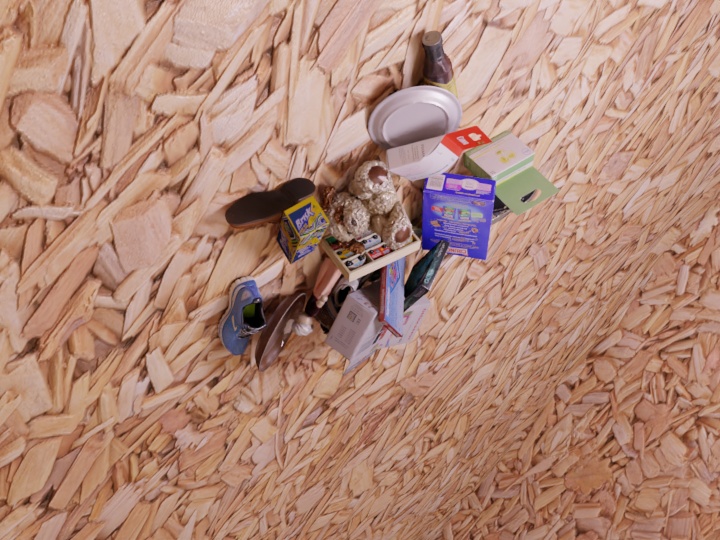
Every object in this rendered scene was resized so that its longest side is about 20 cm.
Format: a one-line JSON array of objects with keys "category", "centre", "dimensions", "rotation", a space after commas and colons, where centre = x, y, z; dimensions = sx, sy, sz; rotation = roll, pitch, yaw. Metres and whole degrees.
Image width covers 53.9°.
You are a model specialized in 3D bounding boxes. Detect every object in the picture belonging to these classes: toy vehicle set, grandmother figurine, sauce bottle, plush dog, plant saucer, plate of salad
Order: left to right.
[{"category": "plant saucer", "centre": [-0.187, 0.135, 1.612], "dimensions": [0.203, 0.032, 0.201], "rotation": [-59, 172, -13]}, {"category": "grandmother figurine", "centre": [-0.098, 0.060, 1.630], "dimensions": [0.203, 0.060, 0.121], "rotation": [-60, 180, 5]}, {"category": "plush dog", "centre": [-0.002, -0.134, 1.507], "dimensions": [0.168, 0.161, 0.203], "rotation": [-26, 118, 2]}, {"category": "toy vehicle set", "centre": [0.024, -0.061, 1.594], "dimensions": [0.196, 0.125, 0.027], "rotation": [-25, 144, -25]}, {"category": "plate of salad", "centre": [0.110, -0.311, 1.444], "dimensions": [0.194, 0.049, 0.202], "rotation": [-5, 151, -3]}, {"category": "sauce bottle", "centre": [0.157, -0.389, 1.424], "dimensions": [0.065, 0.066, 0.201], "rotation": [-36, 144, -8]}]

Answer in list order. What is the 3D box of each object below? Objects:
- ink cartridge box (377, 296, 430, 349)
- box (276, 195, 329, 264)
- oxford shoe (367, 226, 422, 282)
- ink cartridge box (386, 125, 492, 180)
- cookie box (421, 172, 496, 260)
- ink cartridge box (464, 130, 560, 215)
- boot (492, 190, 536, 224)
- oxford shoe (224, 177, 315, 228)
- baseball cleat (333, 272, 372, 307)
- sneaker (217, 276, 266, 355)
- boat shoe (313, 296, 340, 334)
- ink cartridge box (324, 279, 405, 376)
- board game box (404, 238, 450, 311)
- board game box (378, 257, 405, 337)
[{"category": "ink cartridge box", "centre": [0.076, 0.125, 1.891], "dimensions": [0.196, 0.085, 0.147], "rotation": [-8, 133, -43]}, {"category": "box", "centre": [-0.118, -0.077, 1.406], "dimensions": [0.069, 0.065, 0.200], "rotation": [-30, 174, -16]}, {"category": "oxford shoe", "centre": [0.078, -0.036, 1.740], "dimensions": [0.198, 0.058, 0.076], "rotation": [-35, 145, -13]}, {"category": "ink cartridge box", "centre": [0.169, -0.240, 1.483], "dimensions": [0.194, 0.059, 0.162], "rotation": [-7, 176, 22]}, {"category": "cookie box", "centre": [0.231, -0.129, 1.690], "dimensions": [0.203, 0.166, 0.076], "rotation": [87, 17, -50]}, {"category": "ink cartridge box", "centre": [0.359, -0.235, 1.677], "dimensions": [0.143, 0.201, 0.049], "rotation": [-28, 145, -19]}, {"category": "boot", "centre": [0.379, -0.221, 1.830], "dimensions": [0.201, 0.074, 0.155], "rotation": [-35, 144, -10]}, {"category": "oxford shoe", "centre": [-0.174, -0.114, 1.384], "dimensions": [0.196, 0.072, 0.072], "rotation": [-22, 147, -30]}, {"category": "baseball cleat", "centre": [0.000, 0.000, 1.646], "dimensions": [0.204, 0.068, 0.107], "rotation": [-63, 180, 13]}, {"category": "sneaker", "centre": [-0.254, 0.115, 1.534], "dimensions": [0.077, 0.090, 0.203], "rotation": [-13, 136, -34]}, {"category": "boat shoe", "centre": [-0.068, 0.121, 1.762], "dimensions": [0.071, 0.074, 0.201], "rotation": [-23, 151, 6]}, {"category": "ink cartridge box", "centre": [0.003, 0.132, 1.674], "dimensions": [0.179, 0.083, 0.199], "rotation": [-63, 164, 19]}, {"category": "board game box", "centre": [0.149, 0.018, 1.742], "dimensions": [0.137, 0.028, 0.200], "rotation": [-64, -174, -26]}, {"category": "board game box", "centre": [0.074, 0.039, 1.630], "dimensions": [0.019, 0.205, 0.103], "rotation": [-8, 152, 24]}]
